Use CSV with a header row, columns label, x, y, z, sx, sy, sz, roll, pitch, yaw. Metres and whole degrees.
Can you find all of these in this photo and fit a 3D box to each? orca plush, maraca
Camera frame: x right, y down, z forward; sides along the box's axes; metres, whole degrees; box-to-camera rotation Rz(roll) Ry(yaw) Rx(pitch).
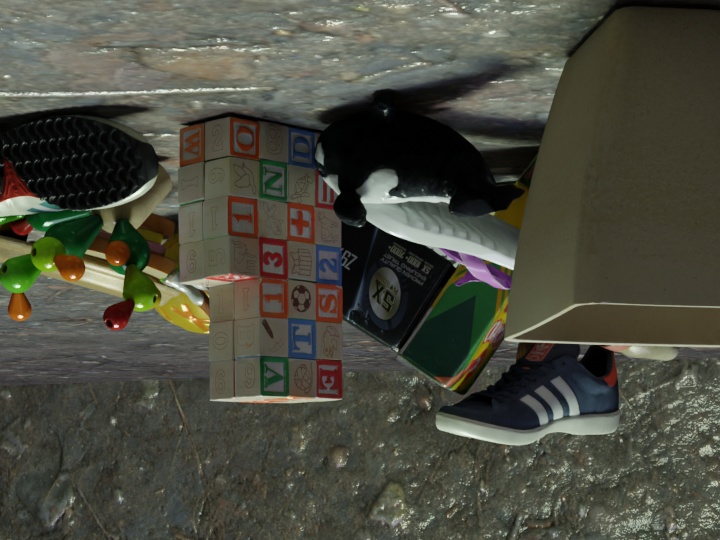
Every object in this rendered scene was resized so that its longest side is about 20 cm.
label,x,y,z,sx,sy,sz,roll,pitch,yaw
orca plush,0.021,-0.082,1.206,0.105,0.071,0.200,-34,-150,-7
maraca,-0.158,0.010,1.744,0.136,0.108,0.200,3,172,-33

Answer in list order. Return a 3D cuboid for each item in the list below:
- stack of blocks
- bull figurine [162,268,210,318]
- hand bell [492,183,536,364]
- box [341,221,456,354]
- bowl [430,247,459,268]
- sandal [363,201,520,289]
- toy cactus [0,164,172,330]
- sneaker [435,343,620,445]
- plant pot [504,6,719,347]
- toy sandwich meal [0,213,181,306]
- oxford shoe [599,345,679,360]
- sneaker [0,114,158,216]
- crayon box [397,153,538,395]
label,x,y,z,sx,sy,sz,roll,pitch,yaw
stack of blocks,-0.073,-0.004,1.306,0.058,0.202,0.115,-7,171,44
bull figurine,-0.094,0.026,1.457,0.121,0.065,0.200,38,177,2
hand bell,0.151,0.030,1.568,0.103,0.202,0.104,0,173,0
box,0.000,0.000,1.498,0.163,0.086,0.200,33,179,12
bowl,0.034,0.000,1.736,0.199,0.095,0.201,0,173,0
sandal,0.076,-0.016,1.316,0.202,0.050,0.083,19,-160,-28
toy cactus,-0.211,-0.023,1.382,0.199,0.103,0.165,18,-135,40
sneaker,0.143,0.097,1.490,0.199,0.085,0.075,-3,-171,-43
plant pot,0.200,-0.053,1.052,0.198,0.178,0.200,1,172,-7
toy sandwich meal,-0.239,-0.024,1.531,0.204,0.071,0.205,16,176,1
oxford shoe,0.228,0.020,1.581,0.074,0.200,0.071,26,117,-24
sneaker,-0.224,-0.079,1.306,0.199,0.071,0.093,-7,-172,26
crayon box,0.114,0.005,1.438,0.051,0.201,0.127,34,-179,13
